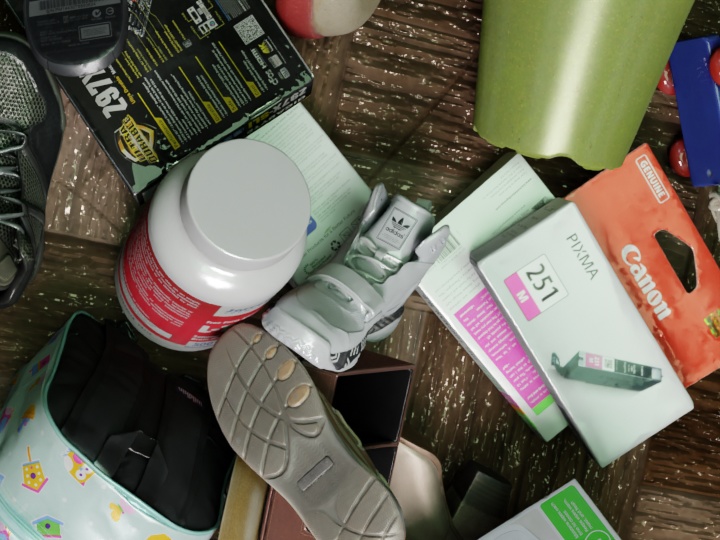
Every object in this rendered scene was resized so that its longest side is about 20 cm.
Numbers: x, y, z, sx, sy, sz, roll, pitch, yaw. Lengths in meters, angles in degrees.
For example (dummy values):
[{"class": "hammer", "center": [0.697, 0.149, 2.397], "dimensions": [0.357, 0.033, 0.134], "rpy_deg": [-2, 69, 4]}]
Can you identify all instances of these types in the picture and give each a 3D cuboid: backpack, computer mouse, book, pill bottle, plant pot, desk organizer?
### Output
[{"class": "backpack", "center": [-0.184, 0.144, 1.049], "dimensions": [0.176, 0.200, 0.153], "rpy_deg": [42, 98, -16]}, {"class": "computer mouse", "center": [-0.175, -0.229, 1.047], "dimensions": [0.140, 0.046, 0.201], "rpy_deg": [-14, 73, -3]}, {"class": "book", "center": [0.137, 0.023, 1.210], "dimensions": [0.134, 0.048, 0.200], "rpy_deg": [-41, 102, -7]}, {"class": "pill bottle", "center": [-0.103, -0.018, 1.047], "dimensions": [0.112, 0.200, 0.113], "rpy_deg": [6, 72, -18]}, {"class": "plant pot", "center": [-0.092, 0.217, 1.078], "dimensions": [0.027, 0.200, 0.201], "rpy_deg": [12, 91, -1]}, {"class": "desk organizer", "center": [-0.021, 0.159, 1.119], "dimensions": [0.077, 0.072, 0.201], "rpy_deg": [15, 107, 14]}, {"class": "plant pot", "center": [0.166, -0.184, 1.145], "dimensions": [0.199, 0.200, 0.191], "rpy_deg": [9, 105, -16]}]

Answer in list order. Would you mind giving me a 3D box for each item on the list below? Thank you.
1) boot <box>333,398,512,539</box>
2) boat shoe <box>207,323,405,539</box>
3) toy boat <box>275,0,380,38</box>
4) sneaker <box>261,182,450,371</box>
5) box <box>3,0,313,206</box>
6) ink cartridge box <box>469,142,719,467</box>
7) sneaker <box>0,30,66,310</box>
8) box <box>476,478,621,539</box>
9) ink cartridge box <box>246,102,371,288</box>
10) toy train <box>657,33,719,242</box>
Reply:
[{"class": "boot", "center": [0.022, 0.199, 1.183], "dimensions": [0.199, 0.070, 0.147], "rpy_deg": [29, 97, -4]}, {"class": "boat shoe", "center": [-0.039, 0.126, 1.038], "dimensions": [0.076, 0.072, 0.200], "rpy_deg": [-35, 73, 3]}, {"class": "toy boat", "center": [-0.050, -0.275, 1.112], "dimensions": [0.130, 0.130, 0.201], "rpy_deg": [-1, 94, 15]}, {"class": "sneaker", "center": [0.000, 0.000, 1.079], "dimensions": [0.075, 0.200, 0.115], "rpy_deg": [33, 106, 12]}, {"class": "box", "center": [-0.152, -0.175, 1.087], "dimensions": [0.159, 0.049, 0.200], "rpy_deg": [-34, 87, -7]}, {"class": "ink cartridge box", "center": [0.210, 0.027, 1.181], "dimensions": [0.173, 0.044, 0.200], "rpy_deg": [-33, 101, -2]}, {"class": "sneaker", "center": [-0.251, -0.061, 1.033], "dimensions": [0.076, 0.114, 0.200], "rpy_deg": [8, 110, -9]}, {"class": "box", "center": [0.121, 0.281, 1.139], "dimensions": [0.176, 0.200, 0.097], "rpy_deg": [-30, 59, -10]}, {"class": "ink cartridge box", "center": [-0.072, -0.085, 1.148], "dimensions": [0.095, 0.037, 0.200], "rpy_deg": [-42, 105, -9]}, {"class": "toy train", "center": [0.327, -0.103, 1.240], "dimensions": [0.115, 0.085, 0.201], "rpy_deg": [-16, 98, -27]}]
